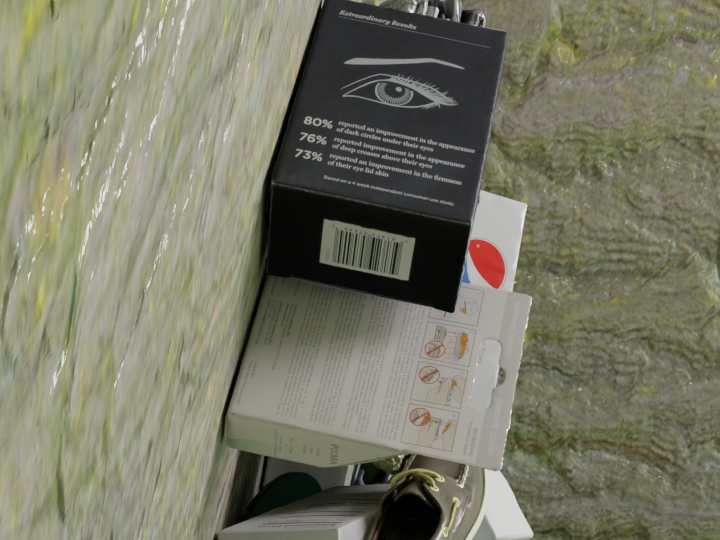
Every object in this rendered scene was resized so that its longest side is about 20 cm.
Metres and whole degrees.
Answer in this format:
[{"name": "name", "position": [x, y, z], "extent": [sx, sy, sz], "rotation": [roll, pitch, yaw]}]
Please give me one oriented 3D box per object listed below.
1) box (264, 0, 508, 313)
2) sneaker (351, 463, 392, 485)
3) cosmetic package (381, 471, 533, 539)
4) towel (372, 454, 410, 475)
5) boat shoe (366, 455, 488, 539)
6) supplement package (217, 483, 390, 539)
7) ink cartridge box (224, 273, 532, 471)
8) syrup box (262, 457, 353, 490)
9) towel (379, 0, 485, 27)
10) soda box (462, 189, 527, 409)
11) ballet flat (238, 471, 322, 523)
[{"name": "box", "position": [0.021, -0.089, 1.210], "extent": [0.105, 0.146, 0.201], "rotation": [97, 6, -51]}, {"name": "sneaker", "position": [-0.023, 0.230, 1.687], "extent": [0.201, 0.074, 0.081], "rotation": [-56, -158, -9]}, {"name": "cosmetic package", "position": [0.042, 0.242, 1.446], "extent": [0.200, 0.102, 0.071], "rotation": [-40, 154, 24]}, {"name": "towel", "position": [-0.016, 0.121, 1.375], "extent": [0.037, 0.148, 0.200], "rotation": [-57, 175, -1]}, {"name": "boat shoe", "position": [0.047, 0.189, 1.247], "extent": [0.061, 0.071, 0.203], "rotation": [66, 34, -38]}, {"name": "supplement package", "position": [-0.014, 0.243, 1.314], "extent": [0.200, 0.108, 0.115], "rotation": [-8, 92, -64]}, {"name": "ink cartridge box", "position": [0.015, 0.071, 1.199], "extent": [0.050, 0.198, 0.162], "rotation": [98, 6, -53]}, {"name": "syrup box", "position": [-0.043, 0.169, 1.544], "extent": [0.079, 0.081, 0.202], "rotation": [-66, 169, -68]}, {"name": "towel", "position": [0.051, -0.174, 1.645], "extent": [0.165, 0.085, 0.202], "rotation": [-174, -85, -77]}, {"name": "soda box", "position": [0.083, 0.036, 1.370], "extent": [0.064, 0.067, 0.202], "rotation": [148, -45, -70]}, {"name": "ballet flat", "position": [-0.086, 0.258, 1.378], "extent": [0.071, 0.069, 0.201], "rotation": [-57, -170, 44]}]
